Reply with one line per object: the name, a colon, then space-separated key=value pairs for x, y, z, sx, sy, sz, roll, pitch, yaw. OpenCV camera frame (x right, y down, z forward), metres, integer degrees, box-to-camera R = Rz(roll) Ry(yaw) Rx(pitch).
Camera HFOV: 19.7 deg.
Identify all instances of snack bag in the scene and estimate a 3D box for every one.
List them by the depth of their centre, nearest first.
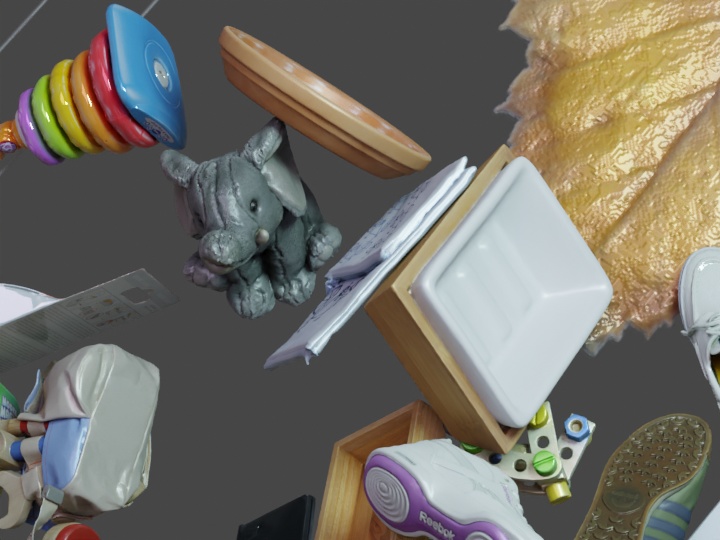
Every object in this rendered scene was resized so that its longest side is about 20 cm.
snack bag: x=0.000 y=0.000 z=1.625 sx=0.021 sy=0.189 sz=0.200 roll=43 pitch=76 yaw=-6

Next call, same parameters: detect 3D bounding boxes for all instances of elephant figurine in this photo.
elephant figurine: x=-0.095 y=-0.056 z=1.655 sx=0.155 sy=0.200 sz=0.142 roll=37 pitch=79 yaw=25

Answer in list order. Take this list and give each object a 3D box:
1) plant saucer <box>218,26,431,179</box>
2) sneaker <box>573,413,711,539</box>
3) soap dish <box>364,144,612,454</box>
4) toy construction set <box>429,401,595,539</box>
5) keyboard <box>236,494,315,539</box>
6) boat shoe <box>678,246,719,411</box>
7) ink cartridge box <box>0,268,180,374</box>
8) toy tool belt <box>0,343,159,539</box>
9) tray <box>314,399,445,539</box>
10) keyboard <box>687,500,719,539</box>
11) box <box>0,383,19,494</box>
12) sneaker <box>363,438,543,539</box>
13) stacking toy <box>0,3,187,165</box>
plant saucer: x=-0.034 y=-0.131 z=1.685 sx=0.200 sy=0.200 sz=0.038 roll=37 pitch=98 yaw=24
sneaker: x=0.208 y=0.198 z=1.548 sx=0.067 sy=0.090 sz=0.200 roll=12 pitch=39 yaw=26
soap dish: x=0.098 y=0.023 z=1.576 sx=0.081 sy=0.158 sz=0.200 roll=-21 pitch=21 yaw=42
toy construction set: x=0.110 y=0.198 z=1.565 sx=0.131 sy=0.092 sz=0.201 roll=-2 pitch=55 yaw=12
keyboard: x=-0.089 y=0.263 z=1.564 sx=0.127 sy=0.021 sz=0.200 roll=-28 pitch=30 yaw=25
boat shoe: x=0.286 y=0.058 z=1.580 sx=0.074 sy=0.086 sz=0.203 roll=-12 pitch=60 yaw=7
ink cartridge box: x=-0.260 y=0.032 z=1.676 sx=0.199 sy=0.163 sz=0.057 roll=-27 pitch=79 yaw=1
toy tool belt: x=-0.238 y=0.158 z=1.656 sx=0.123 sy=0.125 sz=0.201 roll=-12 pitch=56 yaw=43
tray: x=0.009 y=0.200 z=1.551 sx=0.098 sy=0.037 sz=0.201 roll=-31 pitch=33 yaw=38
keyboard: x=0.316 y=0.165 z=1.573 sx=0.056 sy=0.011 sz=0.200 roll=36 pitch=78 yaw=29
box: x=-0.331 y=0.176 z=1.654 sx=0.048 sy=0.117 sz=0.201 roll=11 pitch=69 yaw=16
sneaker: x=0.096 y=0.178 z=1.466 sx=0.099 sy=0.075 sz=0.200 roll=-14 pitch=43 yaw=-42
stacking toy: x=-0.257 y=-0.135 z=1.794 sx=0.199 sy=0.116 sz=0.110 roll=-20 pitch=60 yaw=16
